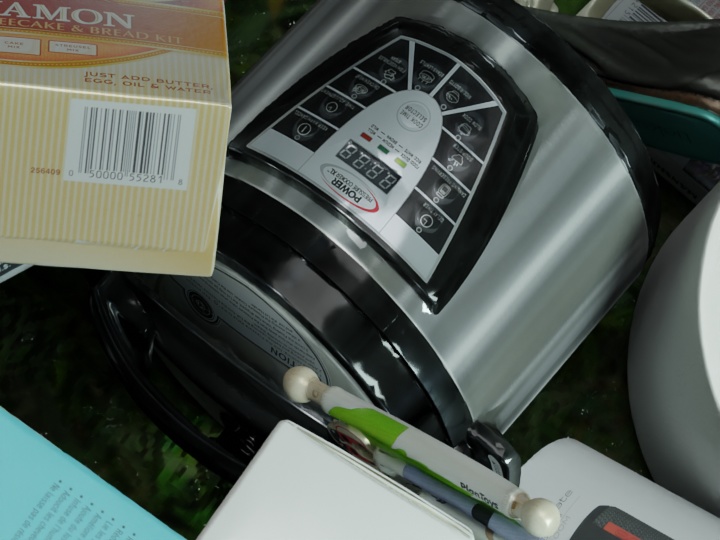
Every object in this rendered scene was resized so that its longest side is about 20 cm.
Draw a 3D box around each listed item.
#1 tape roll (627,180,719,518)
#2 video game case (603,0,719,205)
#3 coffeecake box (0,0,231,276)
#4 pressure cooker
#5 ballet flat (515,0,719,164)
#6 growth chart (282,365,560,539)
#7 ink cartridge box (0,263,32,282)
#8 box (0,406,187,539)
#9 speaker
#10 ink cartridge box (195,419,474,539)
[{"bbox_3d":[0.216,0.032,1.124,0.202,0.139,0.204,1,79,-6],"label":"tape roll"},{"bbox_3d":[0.208,-0.099,1.259,0.182,0.023,0.200,40,67,10],"label":"video game case"},{"bbox_3d":[-0.129,-0.085,1.030,0.153,0.073,0.200,4,32,-8],"label":"coffeecake box"},{"bbox_3d":[0.001,0.002,1.105,0.200,0.176,0.179,-47,117,-21],"label":"pressure cooker"},{"bbox_3d":[0.085,-0.092,1.192,0.199,0.068,0.069,13,65,23],"label":"ballet flat"},{"bbox_3d":[0.057,0.122,1.008,0.144,0.200,0.018,24,61,42],"label":"growth chart"},{"bbox_3d":[-0.241,-0.049,1.124,0.198,0.043,0.200,-29,63,-10],"label":"ink cartridge box"},{"bbox_3d":[-0.123,0.076,0.879,0.200,0.082,0.049,35,66,2],"label":"box"},{"bbox_3d":[0.140,0.141,1.079,0.200,0.081,0.081,29,64,30],"label":"speaker"},{"bbox_3d":[-0.038,0.164,1.016,0.083,0.200,0.147,31,66,9],"label":"ink cartridge box"}]
